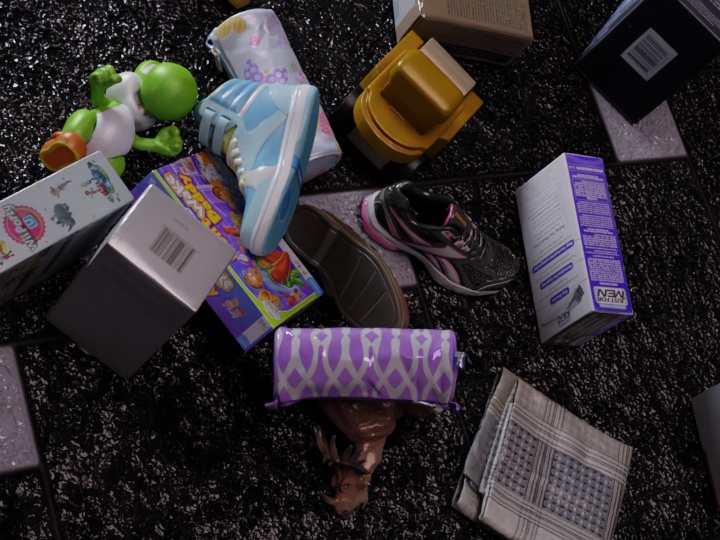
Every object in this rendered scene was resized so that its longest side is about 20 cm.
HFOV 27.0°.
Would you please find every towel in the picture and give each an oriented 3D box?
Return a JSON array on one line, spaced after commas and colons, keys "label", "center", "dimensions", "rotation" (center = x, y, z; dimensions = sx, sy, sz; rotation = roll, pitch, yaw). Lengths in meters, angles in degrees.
[{"label": "towel", "center": [0.208, 0.229, 1.671], "dimensions": [0.199, 0.035, 0.194], "rotation": [31, 56, -12]}]

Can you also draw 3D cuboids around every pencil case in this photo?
[{"label": "pencil case", "center": [-0.096, -0.192, 1.671], "dimensions": [0.090, 0.083, 0.201], "rotation": [-17, 77, -48]}, {"label": "pencil case", "center": [0.005, 0.100, 1.504], "dimensions": [0.198, 0.084, 0.086], "rotation": [2, 78, 3]}]

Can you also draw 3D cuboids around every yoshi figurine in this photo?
[{"label": "yoshi figurine", "center": [-0.236, -0.157, 1.550], "dimensions": [0.111, 0.113, 0.201], "rotation": [25, 46, 6]}]

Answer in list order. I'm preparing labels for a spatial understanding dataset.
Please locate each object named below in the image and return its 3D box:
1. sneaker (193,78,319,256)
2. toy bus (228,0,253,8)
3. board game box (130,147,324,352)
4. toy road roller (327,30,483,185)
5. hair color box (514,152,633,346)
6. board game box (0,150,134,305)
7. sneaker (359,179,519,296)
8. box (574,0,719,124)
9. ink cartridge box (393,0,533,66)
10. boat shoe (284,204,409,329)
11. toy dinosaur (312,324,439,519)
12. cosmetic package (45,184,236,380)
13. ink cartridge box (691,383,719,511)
[{"label": "sneaker", "center": [-0.125, -0.113, 1.573], "dimensions": [0.129, 0.080, 0.202], "rotation": [12, 63, 6]}, {"label": "toy bus", "center": [-0.189, -0.395, 1.727], "dimensions": [0.078, 0.065, 0.201], "rotation": [-29, 83, -35]}, {"label": "board game box", "center": [-0.138, -0.025, 1.559], "dimensions": [0.201, 0.045, 0.134], "rotation": [52, 26, 1]}, {"label": "toy road roller", "center": [0.070, -0.203, 1.730], "dimensions": [0.123, 0.146, 0.200], "rotation": [44, 54, -4]}, {"label": "hair color box", "center": [0.249, -0.023, 1.767], "dimensions": [0.064, 0.109, 0.202], "rotation": [6, 65, -28]}, {"label": "board game box", "center": [-0.329, -0.021, 1.423], "dimensions": [0.200, 0.147, 0.064], "rotation": [-35, 87, -36]}, {"label": "sneaker", "center": [0.100, -0.038, 1.705], "dimensions": [0.199, 0.086, 0.081], "rotation": [23, 60, -19]}, {"label": "box", "center": [0.410, -0.330, 1.946], "dimensions": [0.123, 0.200, 0.199], "rotation": [43, 53, -3]}, {"label": "ink cartridge box", "center": [0.122, -0.370, 1.882], "dimensions": [0.163, 0.075, 0.202], "rotation": [7, 65, -24]}, {"label": "boat shoe", "center": [0.000, 0.000, 1.604], "dimensions": [0.068, 0.072, 0.200], "rotation": [16, 29, -51]}, {"label": "toy dinosaur", "center": [-0.014, 0.141, 1.565], "dimensions": [0.135, 0.086, 0.201], "rotation": [-21, 73, -27]}, {"label": "cosmetic package", "center": [-0.214, 0.016, 1.436], "dimensions": [0.107, 0.200, 0.085], "rotation": [39, 56, -10]}, {"label": "ink cartridge box", "center": [0.529, 0.198, 1.794], "dimensions": [0.198, 0.145, 0.147], "rotation": [2, 66, -28]}]
